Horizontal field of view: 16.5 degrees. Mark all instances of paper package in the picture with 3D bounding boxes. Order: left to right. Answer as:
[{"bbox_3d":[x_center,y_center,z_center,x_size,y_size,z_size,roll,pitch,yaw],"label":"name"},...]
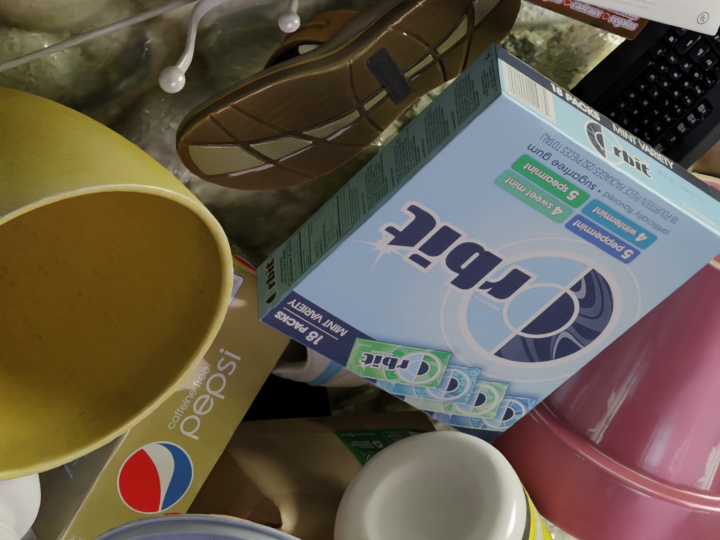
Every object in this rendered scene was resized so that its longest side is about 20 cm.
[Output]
[{"bbox_3d":[-0.041,0.186,1.528,0.199,0.104,0.191,2,129,-44],"label":"paper package"}]

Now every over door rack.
[{"bbox_3d":[-0.129,-0.150,1.196,0.199,0.067,0.148,-11,142,-5],"label":"over door rack"}]

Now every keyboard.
[{"bbox_3d":[0.141,-0.058,1.376,0.200,0.104,0.040,-45,167,31],"label":"keyboard"}]

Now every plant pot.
[{"bbox_3d":[-0.184,-0.013,1.270,0.199,0.142,0.201,-22,143,-18],"label":"plant pot"},{"bbox_3d":[0.189,0.050,1.475,0.199,0.200,0.180,8,121,-27],"label":"plant pot"}]

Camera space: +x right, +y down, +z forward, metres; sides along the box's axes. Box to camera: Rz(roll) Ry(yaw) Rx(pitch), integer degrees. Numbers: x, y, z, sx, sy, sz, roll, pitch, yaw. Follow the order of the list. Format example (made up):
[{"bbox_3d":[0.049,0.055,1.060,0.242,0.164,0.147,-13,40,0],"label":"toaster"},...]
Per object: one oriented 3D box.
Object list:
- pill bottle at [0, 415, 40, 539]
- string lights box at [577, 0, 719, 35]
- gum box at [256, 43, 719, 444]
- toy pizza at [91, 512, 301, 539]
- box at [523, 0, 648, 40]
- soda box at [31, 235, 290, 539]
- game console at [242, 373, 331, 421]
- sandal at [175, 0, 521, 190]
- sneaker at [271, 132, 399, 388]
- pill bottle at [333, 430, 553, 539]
[{"bbox_3d":[-0.234,0.094,1.355,0.111,0.201,0.112,-10,143,-8],"label":"pill bottle"},{"bbox_3d":[0.157,-0.219,1.161,0.102,0.059,0.201,10,115,-32],"label":"string lights box"},{"bbox_3d":[0.070,-0.007,1.341,0.169,0.045,0.200,30,125,-28],"label":"gum box"},{"bbox_3d":[-0.073,0.202,1.398,0.199,0.032,0.201,7,132,8],"label":"toy pizza"},{"bbox_3d":[0.095,-0.200,1.226,0.199,0.039,0.137,15,127,-34],"label":"box"},{"bbox_3d":[-0.113,0.078,1.415,0.064,0.068,0.201,27,100,-31],"label":"soda box"},{"bbox_3d":[-0.097,0.168,1.561,0.174,0.117,0.201,-5,143,2],"label":"game console"},{"bbox_3d":[-0.009,-0.109,1.307,0.199,0.054,0.080,-34,138,-1],"label":"sandal"},{"bbox_3d":[0.000,0.000,1.424,0.080,0.077,0.201,0,138,-17],"label":"sneaker"},{"bbox_3d":[0.068,0.190,1.445,0.112,0.113,0.200,-22,138,8],"label":"pill bottle"}]
